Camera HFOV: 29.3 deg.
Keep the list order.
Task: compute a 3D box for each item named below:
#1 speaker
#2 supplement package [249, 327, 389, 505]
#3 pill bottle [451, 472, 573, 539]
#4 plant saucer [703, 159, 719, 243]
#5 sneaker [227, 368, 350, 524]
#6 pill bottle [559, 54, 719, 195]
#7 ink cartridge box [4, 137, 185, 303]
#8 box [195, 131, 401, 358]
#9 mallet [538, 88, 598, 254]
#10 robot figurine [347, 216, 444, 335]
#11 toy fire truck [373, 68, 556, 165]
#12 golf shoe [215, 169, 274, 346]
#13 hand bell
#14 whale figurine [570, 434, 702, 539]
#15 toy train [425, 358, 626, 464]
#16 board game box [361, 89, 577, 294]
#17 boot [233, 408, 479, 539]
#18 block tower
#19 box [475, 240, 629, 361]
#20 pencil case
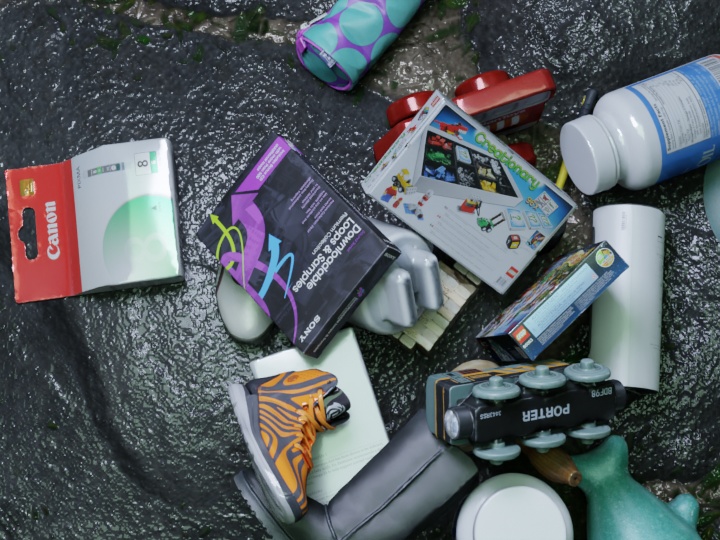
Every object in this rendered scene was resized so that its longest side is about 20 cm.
[{"bbox_3d":[0.290,0.034,1.505,0.080,0.081,0.203,3,81,2],"label":"speaker"},{"bbox_3d":[-0.030,0.178,1.470,0.116,0.117,0.202,-18,80,-1],"label":"supplement package"},{"bbox_3d":[0.154,0.268,1.405,0.118,0.200,0.121,0,79,2],"label":"pill bottle"},{"bbox_3d":[0.486,-0.090,1.544,0.198,0.039,0.204,0,79,2],"label":"plant saucer"},{"bbox_3d":[-0.057,0.155,1.334,0.111,0.078,0.201,-19,36,-7],"label":"sneaker"},{"bbox_3d":[0.323,-0.154,1.508,0.198,0.112,0.113,-21,79,-13],"label":"pill bottle"},{"bbox_3d":[-0.303,-0.056,1.559,0.197,0.050,0.163,-7,79,-2],"label":"ink cartridge box"},{"bbox_3d":[-0.068,-0.028,1.427,0.200,0.036,0.143,44,102,28],"label":"box"},{"bbox_3d":[0.231,-0.117,1.543,0.041,0.066,0.202,20,80,2],"label":"mallet"},{"bbox_3d":[0.000,0.000,1.481,0.169,0.199,0.114,-26,120,-34],"label":"robot figurine"},{"bbox_3d":[0.109,-0.159,1.503,0.198,0.168,0.113,-17,79,-2],"label":"toy fire truck"},{"bbox_3d":[-0.126,-0.020,1.525,0.076,0.088,0.203,2,80,5],"label":"golf shoe"},{"bbox_3d":[0.164,0.172,1.412,0.103,0.200,0.106,-8,108,-25],"label":"hand bell"},{"bbox_3d":[0.286,0.275,1.448,0.158,0.104,0.202,-23,79,-2],"label":"whale figurine"},{"bbox_3d":[0.158,0.127,1.343,0.198,0.114,0.086,-8,103,-25],"label":"toy train"},{"bbox_3d":[0.115,-0.079,1.440,0.199,0.035,0.127,35,102,-24],"label":"board game box"},{"bbox_3d":[-0.003,0.208,1.371,0.200,0.066,0.165,-40,81,-5],"label":"boot"},{"bbox_3d":[0.109,0.005,1.530,0.054,0.058,0.201,37,84,8],"label":"block tower"},{"bbox_3d":[0.196,0.035,1.446,0.136,0.200,0.038,-44,91,-6],"label":"box"},{"bbox_3d":[0.013,-0.306,1.575,0.092,0.085,0.201,41,81,-20],"label":"pencil case"}]
